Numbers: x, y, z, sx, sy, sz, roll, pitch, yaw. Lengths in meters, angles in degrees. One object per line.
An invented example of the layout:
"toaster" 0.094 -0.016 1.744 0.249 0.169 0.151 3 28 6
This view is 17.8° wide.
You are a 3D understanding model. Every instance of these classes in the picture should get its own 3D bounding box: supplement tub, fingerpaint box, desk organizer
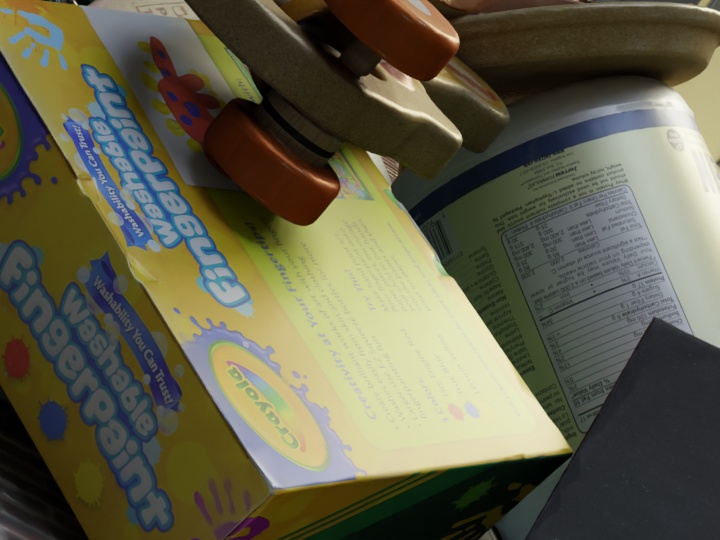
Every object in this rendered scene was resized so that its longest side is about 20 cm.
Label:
"supplement tub" 0.105 0.036 0.963 0.145 0.145 0.201 12 53 -63
"fingerpaint box" -0.048 0.009 0.769 0.167 0.073 0.200 -1 51 -54
"desk organizer" 0.091 0.109 0.779 0.071 0.077 0.200 25 38 11

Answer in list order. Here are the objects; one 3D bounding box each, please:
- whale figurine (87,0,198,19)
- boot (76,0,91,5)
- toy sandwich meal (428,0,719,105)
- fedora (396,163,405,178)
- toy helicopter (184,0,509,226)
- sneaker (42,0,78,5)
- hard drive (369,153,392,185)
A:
"whale figurine" -0.100 -0.081 1.104 0.199 0.104 0.159 -8 55 -40
"boot" -0.202 -0.188 1.233 0.200 0.072 0.144 39 9 -37
"toy sandwich meal" 0.056 -0.109 0.974 0.205 0.204 0.071 5 78 -68
"fedora" 0.058 0.006 1.126 0.082 0.201 0.201 -23 52 -30
"toy helicopter" -0.007 -0.079 0.814 0.132 0.079 0.200 46 14 23
"sneaker" -0.128 -0.093 0.819 0.070 0.078 0.200 40 14 17
"hard drive" 0.000 0.000 1.000 0.201 0.026 0.132 66 18 9
